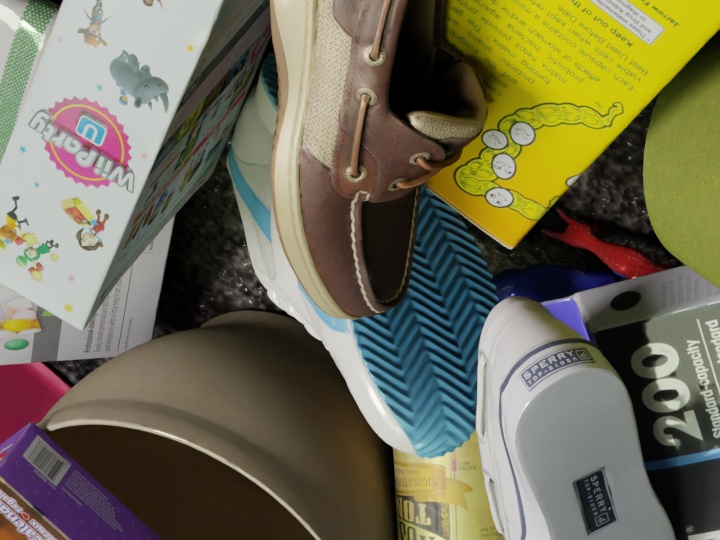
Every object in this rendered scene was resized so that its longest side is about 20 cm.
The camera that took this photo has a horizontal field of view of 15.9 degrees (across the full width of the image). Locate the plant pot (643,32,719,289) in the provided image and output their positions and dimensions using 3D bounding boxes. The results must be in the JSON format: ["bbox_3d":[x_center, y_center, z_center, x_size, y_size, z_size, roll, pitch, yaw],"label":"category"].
[{"bbox_3d":[0.214,-0.031,0.974,0.199,0.187,0.188,12,136,40],"label":"plant pot"}]

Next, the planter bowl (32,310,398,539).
[{"bbox_3d":[-0.063,0.106,1.282,0.199,0.135,0.201,16,135,17],"label":"planter bowl"}]

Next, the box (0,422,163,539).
[{"bbox_3d":[-0.130,0.174,1.257,0.200,0.039,0.137,44,138,-12],"label":"box"}]

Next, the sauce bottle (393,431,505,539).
[{"bbox_3d":[0.050,0.144,1.239,0.066,0.066,0.201,1,98,31],"label":"sauce bottle"}]

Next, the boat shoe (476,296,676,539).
[{"bbox_3d":[0.090,0.092,1.099,0.065,0.073,0.201,-122,17,-45],"label":"boat shoe"}]

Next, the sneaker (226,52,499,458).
[{"bbox_3d":[0.000,0.000,1.135,0.081,0.076,0.201,-59,45,48],"label":"sneaker"}]

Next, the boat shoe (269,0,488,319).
[{"bbox_3d":[0.012,-0.059,0.970,0.072,0.072,0.201,15,129,22],"label":"boat shoe"}]

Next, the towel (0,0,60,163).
[{"bbox_3d":[-0.226,-0.103,1.100,0.199,0.031,0.149,27,135,0],"label":"towel"}]

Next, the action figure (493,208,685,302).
[{"bbox_3d":[0.104,0.013,1.160,0.199,0.052,0.066,1,135,24],"label":"action figure"}]

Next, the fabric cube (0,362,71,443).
[{"bbox_3d":[-0.246,0.165,1.405,0.200,0.196,0.199,43,135,-11],"label":"fabric cube"}]

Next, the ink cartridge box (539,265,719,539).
[{"bbox_3d":[0.171,0.089,1.122,0.199,0.043,0.199,-13,114,17],"label":"ink cartridge box"}]

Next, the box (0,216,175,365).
[{"bbox_3d":[-0.194,-0.004,1.230,0.199,0.041,0.156,-2,151,-12],"label":"box"}]

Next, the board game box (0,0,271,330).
[{"bbox_3d":[-0.081,-0.095,1.067,0.064,0.148,0.200,28,125,4],"label":"board game box"}]

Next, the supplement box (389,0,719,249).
[{"bbox_3d":[0.083,-0.121,1.000,0.109,0.109,0.200,37,139,-4],"label":"supplement box"}]
